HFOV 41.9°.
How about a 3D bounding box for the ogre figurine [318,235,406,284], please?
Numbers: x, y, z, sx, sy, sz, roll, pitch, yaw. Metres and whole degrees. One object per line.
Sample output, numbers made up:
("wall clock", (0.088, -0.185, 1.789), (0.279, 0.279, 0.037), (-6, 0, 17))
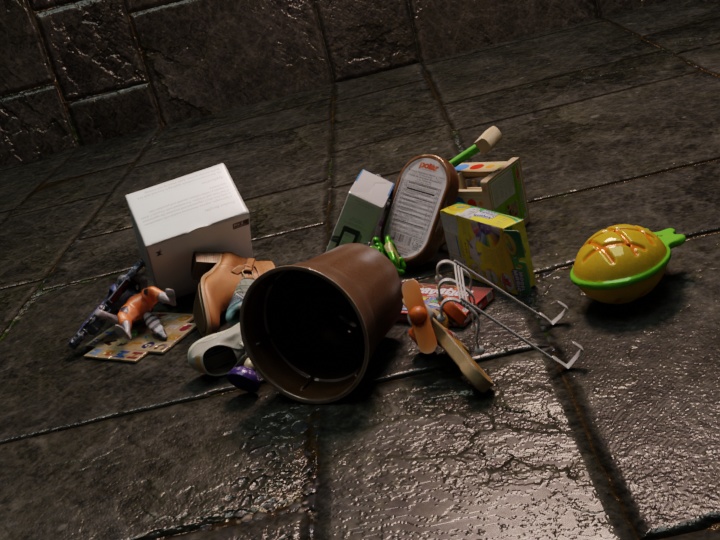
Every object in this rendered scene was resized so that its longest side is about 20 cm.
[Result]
("ogre figurine", (0.000, 0.000, 1.531), (0.119, 0.099, 0.200), (-25, 9, 12))

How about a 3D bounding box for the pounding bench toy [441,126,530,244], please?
("pounding bench toy", (0.197, -0.160, 1.706), (0.155, 0.201, 0.124), (5, 28, 38))

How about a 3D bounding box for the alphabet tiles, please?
("alphabet tiles", (-0.391, 0.116, 1.675), (0.199, 0.006, 0.166), (1, 26, 34))

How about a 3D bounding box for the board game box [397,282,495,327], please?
("board game box", (0.103, 0.052, 1.497), (0.199, 0.020, 0.103), (3, 26, 38))

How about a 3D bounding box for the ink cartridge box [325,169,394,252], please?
("ink cartridge box", (-0.013, -0.063, 1.678), (0.067, 0.201, 0.116), (24, 29, 1))

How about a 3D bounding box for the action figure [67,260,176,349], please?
("action figure", (-0.419, 0.087, 1.678), (0.200, 0.105, 0.193), (-50, 24, -12))

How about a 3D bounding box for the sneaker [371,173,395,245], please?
("sneaker", (0.032, -0.112, 1.757), (0.198, 0.141, 0.078), (-3, 24, 25))

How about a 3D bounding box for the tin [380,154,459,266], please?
("tin", (0.103, -0.106, 1.651), (0.111, 0.202, 0.042), (19, 1, 30))

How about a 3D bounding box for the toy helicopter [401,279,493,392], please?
("toy helicopter", (0.115, 0.091, 1.270), (0.079, 0.132, 0.200), (-44, 41, 4))

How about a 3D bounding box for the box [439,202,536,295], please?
("box", (0.210, -0.036, 1.509), (0.048, 0.118, 0.200), (-24, 24, -21))

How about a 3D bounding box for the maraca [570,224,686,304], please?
("maraca", (0.387, -0.019, 1.364), (0.136, 0.108, 0.199), (7, 30, 44))

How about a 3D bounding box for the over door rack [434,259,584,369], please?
("over door rack", (0.192, 0.067, 1.275), (0.199, 0.067, 0.148), (21, 22, -6))

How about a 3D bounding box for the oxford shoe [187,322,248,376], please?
("oxford shoe", (-0.172, 0.108, 1.465), (0.199, 0.076, 0.058), (-26, 26, -15))

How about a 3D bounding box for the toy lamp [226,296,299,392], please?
("toy lamp", (-0.138, 0.086, 1.416), (0.058, 0.058, 0.201), (0, 54, 33))

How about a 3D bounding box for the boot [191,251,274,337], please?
("boot", (-0.217, 0.039, 1.669), (0.153, 0.074, 0.201), (6, 45, -19))

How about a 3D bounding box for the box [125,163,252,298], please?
("box", (-0.318, -0.068, 1.776), (0.198, 0.201, 0.131), (-20, 60, -15))

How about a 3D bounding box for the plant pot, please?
("plant pot", (-0.041, 0.059, 1.359), (0.199, 0.202, 0.198), (-4, 16, 26))

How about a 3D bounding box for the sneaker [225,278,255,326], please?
("sneaker", (-0.138, 0.073, 1.556), (0.199, 0.078, 0.087), (2, 48, 35))
